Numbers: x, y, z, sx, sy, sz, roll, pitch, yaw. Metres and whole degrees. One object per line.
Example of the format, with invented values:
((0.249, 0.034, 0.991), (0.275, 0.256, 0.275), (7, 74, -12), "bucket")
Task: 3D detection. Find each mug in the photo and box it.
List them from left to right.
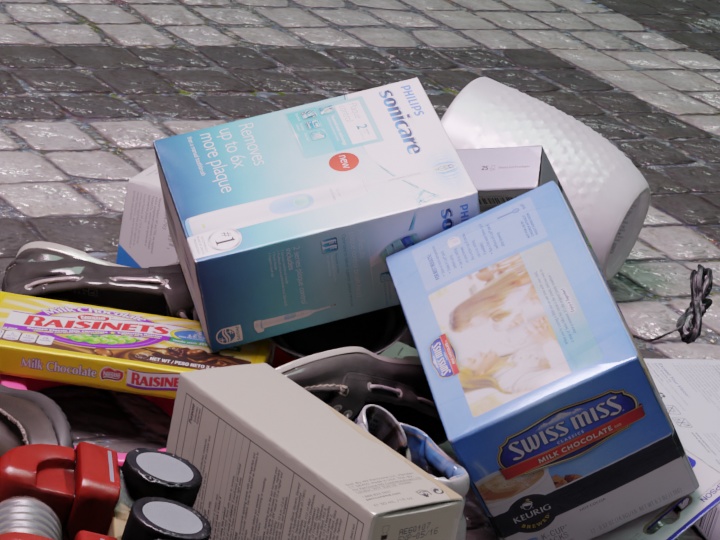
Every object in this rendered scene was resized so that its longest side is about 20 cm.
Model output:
((0.161, -0.061, 2.009), (0.175, 0.148, 0.200), (26, -6, 18), "mug")

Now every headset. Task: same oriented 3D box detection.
((0.166, 0.025, 1.752), (0.199, 0.094, 0.124), (8, -25, 22), "headset")

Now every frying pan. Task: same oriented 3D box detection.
((-0.017, 0.000, 1.626), (0.115, 0.031, 0.190), (4, 45, 1), "frying pan")

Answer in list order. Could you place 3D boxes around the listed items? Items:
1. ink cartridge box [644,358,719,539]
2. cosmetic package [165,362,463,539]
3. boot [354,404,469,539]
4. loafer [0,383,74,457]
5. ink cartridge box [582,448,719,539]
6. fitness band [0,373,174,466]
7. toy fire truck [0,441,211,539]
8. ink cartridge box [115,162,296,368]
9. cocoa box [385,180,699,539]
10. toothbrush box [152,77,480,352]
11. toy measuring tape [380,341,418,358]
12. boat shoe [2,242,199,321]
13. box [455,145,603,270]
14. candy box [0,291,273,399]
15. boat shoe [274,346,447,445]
((0.294, 0.128, 1.641), (0.200, 0.041, 0.200), (0, 30, -25), "ink cartridge box")
((-0.034, 0.143, 1.376), (0.073, 0.104, 0.200), (-5, 26, -38), "cosmetic package")
((0.000, 0.126, 1.447), (0.073, 0.096, 0.200), (-8, 26, -41), "boot")
((-0.244, 0.108, 1.432), (0.071, 0.073, 0.200), (-12, 20, -35), "loafer")
((0.156, 0.136, 1.522), (0.095, 0.037, 0.200), (-36, 37, -17), "ink cartridge box")
((-0.170, 0.098, 1.531), (0.143, 0.038, 0.200), (3, 19, -17), "fitness band")
((-0.195, 0.167, 1.238), (0.200, 0.129, 0.176), (16, 18, -14), "toy fire truck")
((-0.081, 0.001, 1.722), (0.200, 0.116, 0.067), (16, 20, 15), "ink cartridge box")
((0.114, 0.065, 1.491), (0.133, 0.131, 0.200), (-24, 38, 4), "cocoa box")
((-0.030, -0.041, 1.589), (0.199, 0.085, 0.147), (-13, 40, -8), "toothbrush box")
((0.078, 0.071, 1.659), (0.200, 0.074, 0.074), (24, 24, 22), "toy measuring tape")
((-0.162, 0.028, 1.650), (0.199, 0.067, 0.057), (9, 43, 7), "boat shoe")
((0.090, -0.028, 1.764), (0.156, 0.041, 0.200), (-2, -29, 20), "box")
((-0.163, 0.054, 1.567), (0.199, 0.026, 0.102), (8, 17, 1), "candy box")
((0.000, 0.091, 1.547), (0.200, 0.067, 0.057), (3, 56, -55), "boat shoe")
